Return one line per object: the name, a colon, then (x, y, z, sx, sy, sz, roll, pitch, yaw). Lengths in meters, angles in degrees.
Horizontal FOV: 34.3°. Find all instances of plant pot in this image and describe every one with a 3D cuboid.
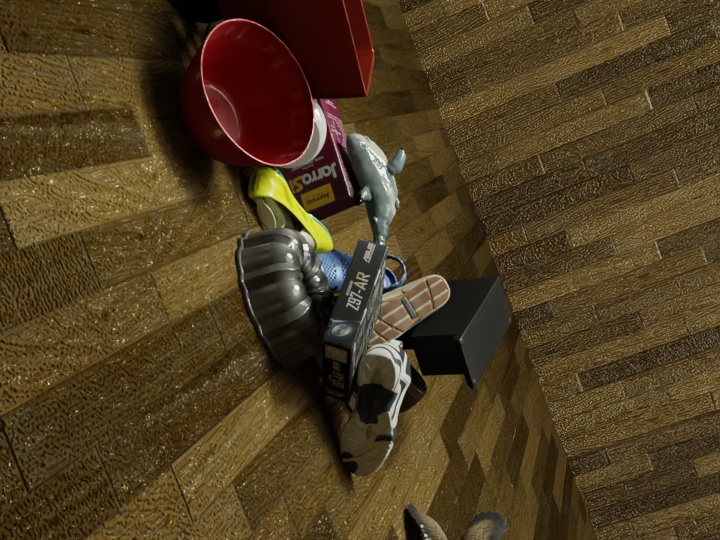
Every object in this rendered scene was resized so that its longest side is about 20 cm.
plant pot: (-0.090, -0.350, 1.651, 0.201, 0.174, 0.202, -83, 159, -63)

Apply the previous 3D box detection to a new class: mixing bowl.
mixing bowl: (-0.166, -0.218, 1.546, 0.199, 0.108, 0.203, 21, 61, -42)

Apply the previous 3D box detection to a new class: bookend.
bookend: (0.125, 0.105, 1.947, 0.200, 0.196, 0.093, -51, 129, -51)

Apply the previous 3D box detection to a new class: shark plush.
shark plush: (0.011, -0.113, 1.845, 0.083, 0.090, 0.203, 6, 85, -50)

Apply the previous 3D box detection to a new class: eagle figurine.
eagle figurine: (0.152, 0.457, 1.866, 0.152, 0.149, 0.202, 40, 42, -43)

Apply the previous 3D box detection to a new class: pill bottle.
pill bottle: (-0.109, -0.217, 1.721, 0.200, 0.112, 0.114, -110, 174, -70)

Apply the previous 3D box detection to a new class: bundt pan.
bundt pan: (-0.093, 0.029, 1.616, 0.202, 0.075, 0.204, -21, 90, -75)

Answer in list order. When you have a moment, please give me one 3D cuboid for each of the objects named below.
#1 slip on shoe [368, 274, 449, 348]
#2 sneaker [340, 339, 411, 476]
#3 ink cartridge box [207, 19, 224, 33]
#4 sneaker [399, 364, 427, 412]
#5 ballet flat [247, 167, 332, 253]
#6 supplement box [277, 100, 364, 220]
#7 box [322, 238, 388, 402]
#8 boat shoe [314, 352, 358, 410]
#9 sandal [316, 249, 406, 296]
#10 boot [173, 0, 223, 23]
slip on shoe: (0.052, 0.067, 1.886, 0.077, 0.199, 0.061, 61, -20, -2)
sneaker: (0.030, 0.191, 1.701, 0.130, 0.078, 0.202, -38, 134, -65)
ink cartridge box: (-0.146, -0.401, 1.842, 0.201, 0.145, 0.084, -80, 147, -60)
sneaker: (0.021, 0.147, 1.914, 0.201, 0.076, 0.070, 51, 23, 11)
ballet flat: (-0.109, -0.071, 1.737, 0.201, 0.066, 0.068, 54, 43, -40)
supplement box: (-0.079, -0.189, 1.880, 0.086, 0.109, 0.203, 12, 59, -71)
box: (-0.009, 0.073, 1.624, 0.201, 0.043, 0.162, 93, 14, -64)
boat shoe: (-0.014, 0.143, 1.766, 0.072, 0.067, 0.201, -93, 157, -49)
sandal: (0.000, 0.000, 1.885, 0.198, 0.087, 0.081, 6, 67, -45)
boot: (-0.254, -0.470, 1.667, 0.211, 0.078, 0.160, 45, 28, -57)
